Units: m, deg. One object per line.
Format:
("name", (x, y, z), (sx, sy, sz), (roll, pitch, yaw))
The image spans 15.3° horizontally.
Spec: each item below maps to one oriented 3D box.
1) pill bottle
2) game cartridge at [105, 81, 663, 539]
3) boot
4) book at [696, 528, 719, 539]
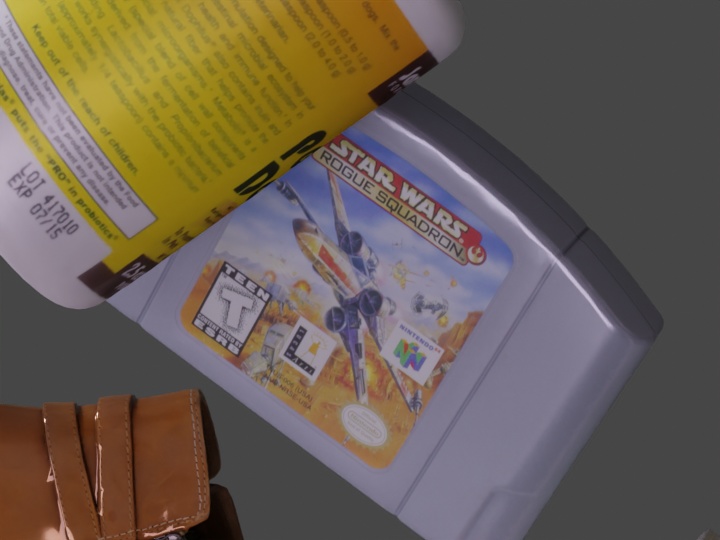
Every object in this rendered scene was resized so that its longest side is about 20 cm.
("pill bottle", (-0.043, -0.084, 0.857), (0.200, 0.109, 0.110), (-35, 93, 5))
("game cartridge", (0.000, 0.000, 0.942), (0.200, 0.042, 0.134), (36, 124, 9))
("boot", (-0.133, 0.068, 0.985), (0.154, 0.077, 0.201), (-15, 109, 11))
("book", (0.054, 0.189, 0.930), (0.048, 0.134, 0.200), (43, 121, 5))
